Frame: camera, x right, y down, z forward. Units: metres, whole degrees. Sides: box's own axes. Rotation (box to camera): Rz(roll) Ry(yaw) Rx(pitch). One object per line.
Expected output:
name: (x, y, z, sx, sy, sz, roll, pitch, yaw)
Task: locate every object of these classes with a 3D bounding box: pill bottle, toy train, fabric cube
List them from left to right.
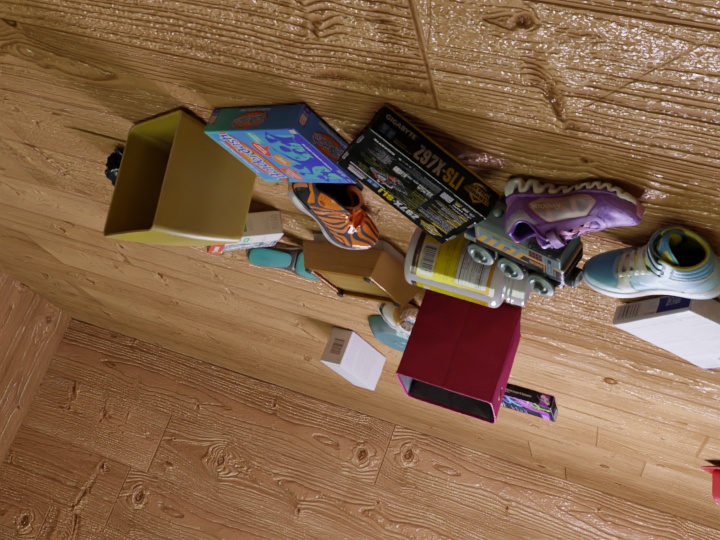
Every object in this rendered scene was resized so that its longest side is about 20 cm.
fabric cube: (0.203, 0.167, 1.856, 0.200, 0.200, 0.196, 16, 162, 16)
pill bottle: (0.179, -0.006, 1.501, 0.200, 0.109, 0.109, 17, 163, 16)
toy train: (0.233, -0.042, 1.352, 0.200, 0.085, 0.114, 29, 155, 27)

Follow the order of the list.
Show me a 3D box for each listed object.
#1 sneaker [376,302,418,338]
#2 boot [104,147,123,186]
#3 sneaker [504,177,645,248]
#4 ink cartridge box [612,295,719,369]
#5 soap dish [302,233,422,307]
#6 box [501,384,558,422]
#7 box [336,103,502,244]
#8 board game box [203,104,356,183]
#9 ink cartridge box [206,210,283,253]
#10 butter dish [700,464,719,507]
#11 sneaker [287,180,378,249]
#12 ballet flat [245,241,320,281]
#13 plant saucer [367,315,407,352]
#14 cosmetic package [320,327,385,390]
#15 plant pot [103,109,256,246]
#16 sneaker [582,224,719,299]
sneaker: (0.109, 0.112, 2.048, 0.088, 0.076, 0.200, 27, 168, 41)
boot: (-0.393, -0.154, 1.791, 0.162, 0.073, 0.198, 13, 155, 18)
sneaker: (0.275, -0.068, 1.233, 0.200, 0.089, 0.080, 6, 157, 37)
ink cartridge box: (0.547, 0.099, 1.501, 0.200, 0.041, 0.200, 26, 163, -15)
soap dish: (0.000, 0.000, 1.783, 0.200, 0.081, 0.157, 9, 159, 39)
box: (0.408, 0.335, 2.413, 0.200, 0.036, 0.143, 16, 162, 22)
box: (0.077, -0.128, 1.284, 0.200, 0.049, 0.160, 37, 163, -7)
board game box: (-0.117, -0.188, 1.401, 0.200, 0.045, 0.152, 6, 158, 43)
ink cartridge box: (-0.255, -0.070, 1.771, 0.200, 0.050, 0.109, -7, 170, -17)
butter dish: (0.960, 0.571, 2.288, 0.200, 0.148, 0.199, 26, 162, -14)
sneaker: (-0.021, -0.094, 1.524, 0.200, 0.078, 0.112, 33, 160, -35)
ballet flat: (-0.136, -0.029, 1.892, 0.200, 0.071, 0.065, 16, -155, -17)
plant saucer: (0.106, 0.166, 2.250, 0.200, 0.036, 0.200, 19, 163, 6)
cosmetic package: (-0.018, 0.240, 2.516, 0.071, 0.102, 0.200, 10, 159, 35)
plant pot: (-0.292, -0.133, 1.563, 0.176, 0.200, 0.200, 18, 168, -36)
sneaker: (0.391, -0.018, 1.270, 0.200, 0.080, 0.131, 0, 157, 29)
